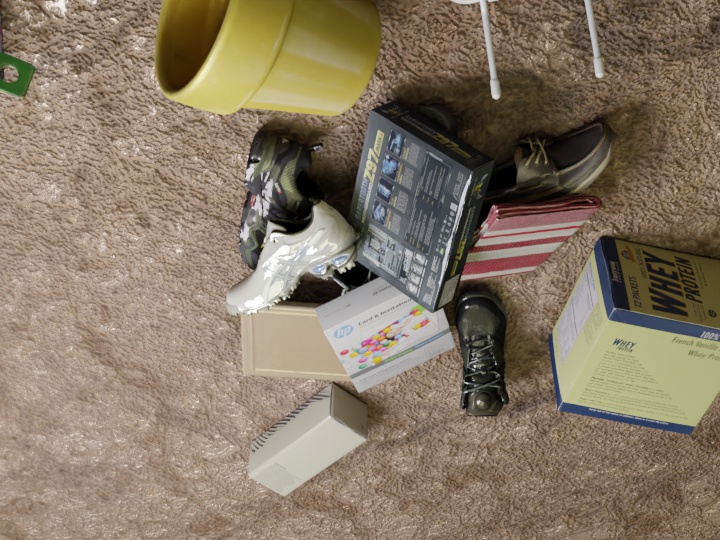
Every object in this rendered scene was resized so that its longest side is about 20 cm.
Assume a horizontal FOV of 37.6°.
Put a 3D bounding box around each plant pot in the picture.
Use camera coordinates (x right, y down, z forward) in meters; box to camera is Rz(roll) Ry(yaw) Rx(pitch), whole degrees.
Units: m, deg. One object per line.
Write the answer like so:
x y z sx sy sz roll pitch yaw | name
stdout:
-0.088 -0.250 1.089 0.186 0.203 0.201 13 134 -32 | plant pot

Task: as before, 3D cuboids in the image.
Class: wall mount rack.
0.184 -0.284 1.115 0.196 0.075 0.175 -9 131 11 | wall mount rack

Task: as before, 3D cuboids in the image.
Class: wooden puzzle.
-0.075 0.095 1.480 0.181 0.038 0.201 4 145 -2 | wooden puzzle

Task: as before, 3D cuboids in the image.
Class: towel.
0.193 -0.037 1.304 0.142 0.023 0.200 -6 159 -19 | towel

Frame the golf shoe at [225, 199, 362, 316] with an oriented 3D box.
-0.098 -0.020 1.294 0.198 0.079 0.098 -29 113 19 | golf shoe

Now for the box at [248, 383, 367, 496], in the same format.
-0.082 0.261 1.620 0.082 0.069 0.199 35 124 -27 | box

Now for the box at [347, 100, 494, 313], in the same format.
0.063 -0.074 1.249 0.157 0.051 0.203 34 129 28 | box

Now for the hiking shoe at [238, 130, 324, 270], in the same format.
-0.097 -0.074 1.311 0.099 0.076 0.202 8 131 -2 | hiking shoe

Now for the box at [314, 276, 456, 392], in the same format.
0.038 0.076 1.401 0.154 0.042 0.201 -25 147 -1 | box

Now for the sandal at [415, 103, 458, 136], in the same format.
0.079 -0.109 1.286 0.076 0.043 0.202 40 131 24 | sandal

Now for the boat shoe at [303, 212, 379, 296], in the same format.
0.000 0.000 1.385 0.074 0.062 0.200 -31 125 21 | boat shoe

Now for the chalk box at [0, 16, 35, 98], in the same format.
-0.459 -0.232 1.148 0.196 0.126 0.125 8 133 -7 | chalk box

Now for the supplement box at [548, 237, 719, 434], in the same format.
0.380 0.089 1.405 0.196 0.136 0.202 10 132 -8 | supplement box

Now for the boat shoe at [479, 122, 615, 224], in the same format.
0.212 -0.117 1.266 0.199 0.075 0.073 -35 123 27 | boat shoe

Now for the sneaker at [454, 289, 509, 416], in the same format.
0.171 0.125 1.460 0.075 0.115 0.202 -4 130 3 | sneaker
